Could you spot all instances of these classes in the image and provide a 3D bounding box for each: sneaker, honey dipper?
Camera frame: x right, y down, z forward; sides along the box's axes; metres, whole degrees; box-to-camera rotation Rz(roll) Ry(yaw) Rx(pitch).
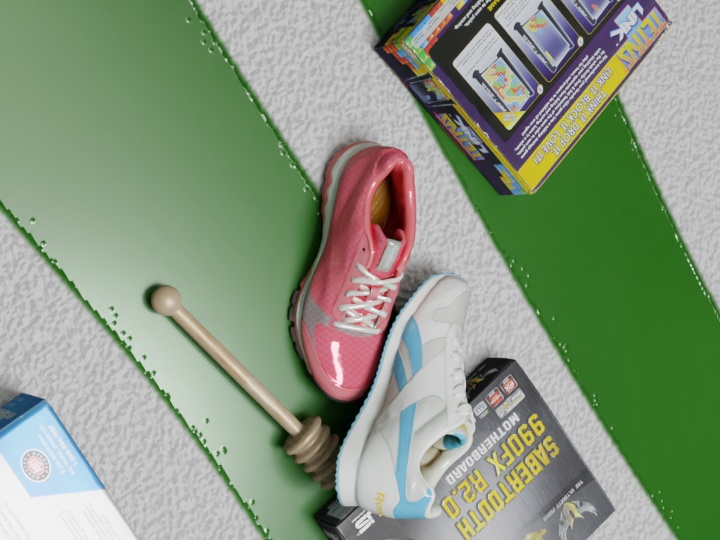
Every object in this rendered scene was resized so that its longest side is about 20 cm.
[{"bbox_3d":[0.051,0.095,1.139,0.080,0.077,0.201,13,64,19],"label":"sneaker"},{"bbox_3d":[-0.081,0.083,1.128,0.200,0.038,0.038,47,72,-13],"label":"honey dipper"},{"bbox_3d":[0.000,0.000,1.134,0.073,0.087,0.202,8,87,-23],"label":"sneaker"}]

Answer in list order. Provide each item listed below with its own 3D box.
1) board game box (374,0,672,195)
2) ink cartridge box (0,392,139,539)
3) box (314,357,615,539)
[{"bbox_3d":[0.133,-0.188,1.213,0.165,0.057,0.200,48,72,-19],"label":"board game box"},{"bbox_3d":[-0.261,0.199,1.014,0.200,0.084,0.147,-35,105,-20],"label":"ink cartridge box"},{"bbox_3d":[0.085,0.191,1.194,0.200,0.048,0.159,-39,105,-19],"label":"box"}]
